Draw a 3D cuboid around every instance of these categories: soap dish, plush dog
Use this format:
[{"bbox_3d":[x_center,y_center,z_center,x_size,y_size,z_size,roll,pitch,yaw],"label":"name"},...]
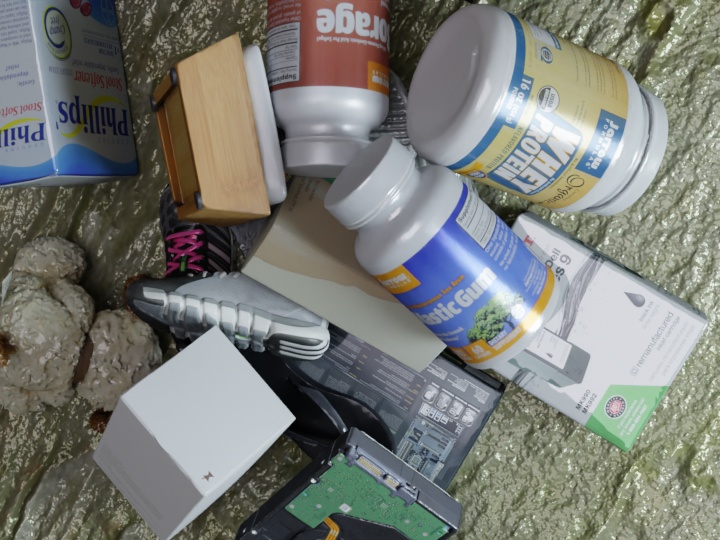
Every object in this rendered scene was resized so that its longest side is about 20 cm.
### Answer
[{"bbox_3d":[-0.136,-0.120,1.090,0.081,0.200,0.158,-11,92,-17],"label":"soap dish"},{"bbox_3d":[-0.291,0.079,1.221,0.171,0.160,0.201,13,98,-11],"label":"plush dog"}]

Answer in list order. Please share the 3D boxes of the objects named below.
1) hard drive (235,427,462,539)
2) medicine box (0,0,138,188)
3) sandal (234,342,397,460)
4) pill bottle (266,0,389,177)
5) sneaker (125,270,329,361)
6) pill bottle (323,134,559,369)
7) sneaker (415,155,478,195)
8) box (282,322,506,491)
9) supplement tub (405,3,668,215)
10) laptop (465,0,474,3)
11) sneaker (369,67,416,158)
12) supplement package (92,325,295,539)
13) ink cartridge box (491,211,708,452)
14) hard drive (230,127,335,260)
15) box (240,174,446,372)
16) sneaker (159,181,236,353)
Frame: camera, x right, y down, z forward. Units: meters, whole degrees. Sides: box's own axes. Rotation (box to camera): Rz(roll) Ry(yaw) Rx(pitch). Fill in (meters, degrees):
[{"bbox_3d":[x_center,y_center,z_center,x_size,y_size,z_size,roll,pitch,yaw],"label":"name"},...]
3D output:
[{"bbox_3d":[-0.015,0.251,1.151,0.140,0.038,0.200,36,125,-11],"label":"hard drive"},{"bbox_3d":[-0.317,-0.185,1.173,0.103,0.182,0.201,-8,93,15],"label":"medicine box"},{"bbox_3d":[-0.056,0.138,1.154,0.200,0.043,0.076,34,103,9],"label":"sandal"},{"bbox_3d":[-0.029,-0.188,1.055,0.112,0.112,0.201,-1,87,14],"label":"pill bottle"},{"bbox_3d":[-0.120,0.013,1.147,0.199,0.075,0.116,14,64,-5],"label":"sneaker"},{"bbox_3d":[0.066,-0.018,1.003,0.200,0.112,0.112,42,104,-18],"label":"pill bottle"},{"bbox_3d":[0.063,-0.103,1.143,0.099,0.078,0.201,-3,92,19],"label":"sneaker"},{"bbox_3d":[0.022,0.134,1.184,0.200,0.051,0.158,30,101,9],"label":"box"},{"bbox_3d":[0.156,-0.136,1.043,0.199,0.145,0.145,18,101,-25],"label":"supplement tub"},{"bbox_3d":[0.113,-0.336,1.034,0.200,0.188,0.116,25,134,-5],"label":"laptop"},{"bbox_3d":[-0.002,-0.179,1.144,0.078,0.079,0.200,-33,78,9],"label":"sneaker"},{"bbox_3d":[-0.167,0.163,1.145,0.120,0.200,0.121,-38,84,-30],"label":"supplement package"},{"bbox_3d":[0.203,0.054,1.115,0.200,0.084,0.146,31,101,10],"label":"ink cartridge box"},{"bbox_3d":[-0.078,-0.091,1.197,0.139,0.038,0.200,-26,87,15],"label":"hard drive"},{"bbox_3d":[0.000,0.000,1.106,0.200,0.095,0.078,29,134,-11],"label":"box"},{"bbox_3d":[-0.171,0.003,1.201,0.073,0.087,0.201,-8,92,14],"label":"sneaker"}]
